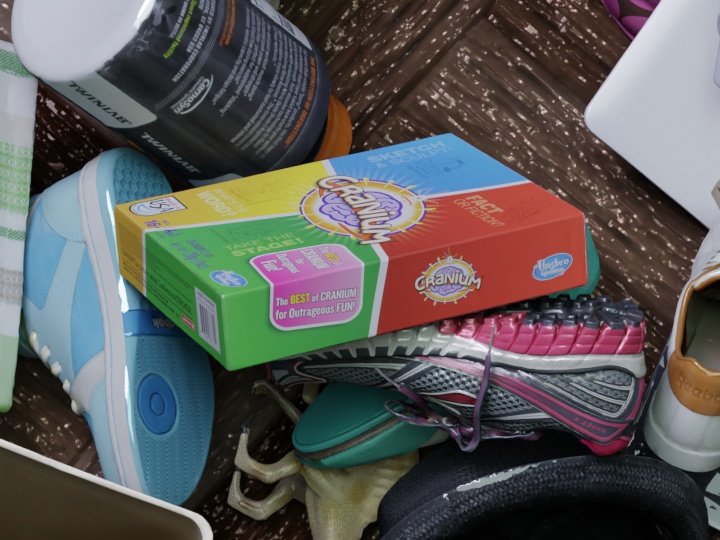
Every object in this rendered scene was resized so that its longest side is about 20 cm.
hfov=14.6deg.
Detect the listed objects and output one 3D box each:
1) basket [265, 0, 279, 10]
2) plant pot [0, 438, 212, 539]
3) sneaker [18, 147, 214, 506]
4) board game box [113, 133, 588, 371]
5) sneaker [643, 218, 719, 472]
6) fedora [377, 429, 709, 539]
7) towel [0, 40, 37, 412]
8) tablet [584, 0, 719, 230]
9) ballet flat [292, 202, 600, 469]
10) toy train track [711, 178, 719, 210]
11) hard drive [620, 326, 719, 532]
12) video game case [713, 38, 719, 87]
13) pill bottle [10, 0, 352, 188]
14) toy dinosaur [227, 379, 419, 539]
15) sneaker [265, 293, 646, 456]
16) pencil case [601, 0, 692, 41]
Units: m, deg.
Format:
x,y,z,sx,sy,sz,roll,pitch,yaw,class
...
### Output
x,y,z,sx,sy,sz,roll,pitch,yaw,class
-0.078,-0.239,1.590,0.123,0.136,0.201,22,74,0,basket
-0.198,0.202,1.436,0.199,0.177,0.201,20,75,4,plant pot
-0.153,0.046,1.522,0.130,0.079,0.201,-18,69,31,sneaker
-0.007,-0.013,1.435,0.199,0.153,0.041,-13,113,-23,board game box
0.210,0.014,1.503,0.072,0.085,0.200,19,45,7,sneaker
0.081,0.140,1.496,0.199,0.201,0.092,-14,43,-6,fedora
-0.237,-0.034,1.462,0.149,0.031,0.201,15,73,-41,towel
0.225,-0.128,1.585,0.130,0.014,0.200,37,85,-23,tablet
0.055,0.049,1.505,0.200,0.067,0.070,-44,124,1,ballet flat
0.283,-0.030,1.547,0.199,0.033,0.115,10,40,-29,toy train track
0.252,0.100,1.553,0.199,0.042,0.135,23,74,6,hard drive
0.284,-0.201,1.553,0.181,0.022,0.201,-7,115,-33,video game case
-0.087,-0.106,1.508,0.106,0.200,0.107,-18,56,29,pill bottle
-0.019,0.114,1.531,0.100,0.058,0.201,12,74,0,toy dinosaur
0.045,0.054,1.427,0.199,0.081,0.075,3,103,20,sneaker
0.221,-0.217,1.621,0.200,0.091,0.094,-36,66,-14,pencil case
